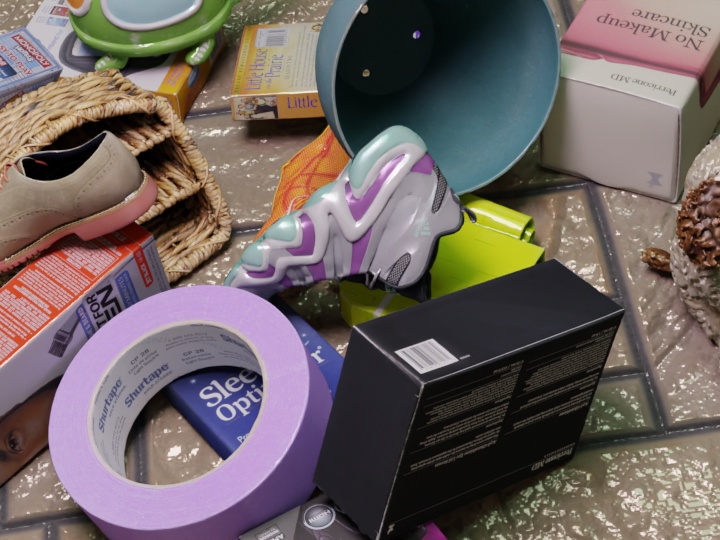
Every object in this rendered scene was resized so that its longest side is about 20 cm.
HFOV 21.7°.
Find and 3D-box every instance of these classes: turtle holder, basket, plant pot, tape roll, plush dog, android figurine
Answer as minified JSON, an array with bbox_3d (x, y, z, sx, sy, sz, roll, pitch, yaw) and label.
[{"bbox_3d":[-0.174,-0.264,1.671,0.185,0.132,0.141,6,45,12],"label":"turtle holder"},{"bbox_3d":[-0.224,-0.060,1.523,0.200,0.143,0.149,-34,51,-24],"label":"basket"},{"bbox_3d":[0.044,-0.174,1.526,0.200,0.200,0.135,-22,28,-15],"label":"plant pot"},{"bbox_3d":[-0.123,0.111,1.366,0.200,0.066,0.200,-9,56,14],"label":"tape roll"},{"bbox_3d":[0.291,-0.038,1.427,0.160,0.172,0.200,25,54,27],"label":"plush dog"},{"bbox_3d":[0.066,0.010,1.496,0.200,0.041,0.182,22,53,22],"label":"android figurine"}]

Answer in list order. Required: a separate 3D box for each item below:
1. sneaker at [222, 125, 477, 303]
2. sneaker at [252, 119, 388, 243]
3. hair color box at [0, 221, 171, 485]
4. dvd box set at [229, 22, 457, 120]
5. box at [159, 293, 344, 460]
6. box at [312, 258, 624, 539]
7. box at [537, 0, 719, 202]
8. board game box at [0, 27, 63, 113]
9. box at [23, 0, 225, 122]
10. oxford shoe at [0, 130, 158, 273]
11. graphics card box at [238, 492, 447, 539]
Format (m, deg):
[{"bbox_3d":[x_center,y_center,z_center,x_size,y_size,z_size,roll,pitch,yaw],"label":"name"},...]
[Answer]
[{"bbox_3d":[0.000,0.000,1.436,0.200,0.078,0.140,-40,90,14],"label":"sneaker"},{"bbox_3d":[-0.040,-0.057,1.566,0.077,0.073,0.200,5,37,31],"label":"sneaker"},{"bbox_3d":[-0.234,0.056,1.422,0.064,0.111,0.200,34,64,31],"label":"hair color box"},{"bbox_3d":[-0.011,-0.182,1.677,0.200,0.029,0.146,-3,32,3],"label":"dvd box set"},{"bbox_3d":[-0.077,0.088,1.443,0.121,0.032,0.200,-31,50,-22],"label":"box"},{"bbox_3d":[0.076,0.088,1.310,0.200,0.141,0.079,-17,42,-39],"label":"box"},{"bbox_3d":[0.247,-0.174,1.608,0.128,0.109,0.200,17,50,20],"label":"box"},{"bbox_3d":[-0.340,-0.106,1.548,0.200,0.200,0.062,-33,65,-24],"label":"board game box"},{"bbox_3d":[-0.238,-0.201,1.735,0.200,0.042,0.119,11,48,13],"label":"box"},{"bbox_3d":[-0.254,-0.052,1.401,0.200,0.075,0.071,-21,34,11],"label":"oxford shoe"},{"bbox_3d":[0.018,0.233,1.278,0.125,0.051,0.200,-25,47,-18],"label":"graphics card box"}]
